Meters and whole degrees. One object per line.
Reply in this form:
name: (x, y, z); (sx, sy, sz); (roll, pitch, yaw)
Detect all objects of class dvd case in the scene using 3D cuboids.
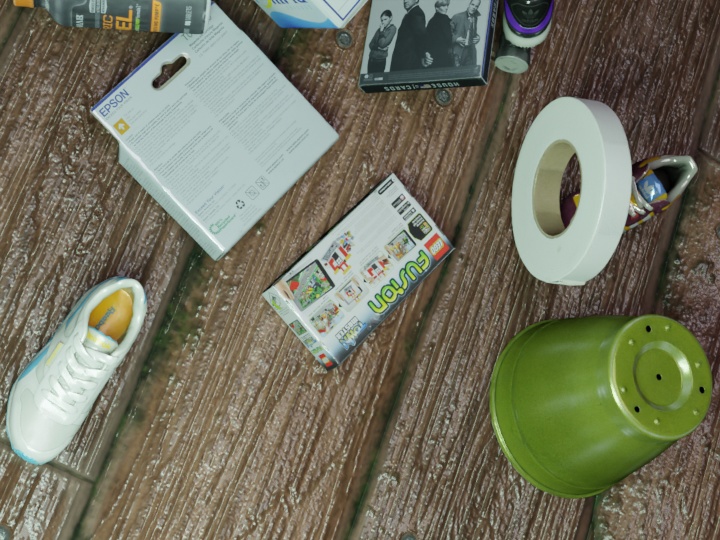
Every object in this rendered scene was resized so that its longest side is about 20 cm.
dvd case: (0.081, -0.295, 1.771); (0.025, 0.149, 0.202); (40, 54, -56)

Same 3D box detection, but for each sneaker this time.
sneaker: (-0.272, 0.090, 1.528); (0.076, 0.081, 0.201); (32, 66, -15)
sneaker: (0.191, -0.361, 1.790); (0.069, 0.100, 0.203); (-2, 69, 4)
sneaker: (0.299, -0.080, 1.835); (0.199, 0.090, 0.075); (-34, 92, -29)

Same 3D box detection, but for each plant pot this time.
plant pot: (0.269, 0.131, 1.707); (0.198, 0.193, 0.203); (6, 74, -23)

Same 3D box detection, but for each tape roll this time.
tape roll: (0.227, -0.086, 1.741); (0.037, 0.202, 0.206); (5, 74, -24)

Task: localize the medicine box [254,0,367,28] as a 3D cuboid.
medicine box: (-0.086, -0.352, 1.646); (0.200, 0.182, 0.103); (44, 81, -22)

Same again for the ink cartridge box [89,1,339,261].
ink cartridge box: (-0.153, -0.147, 1.670); (0.200, 0.043, 0.196); (46, 63, -4)

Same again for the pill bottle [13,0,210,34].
pill bottle: (-0.251, -0.297, 1.617); (0.197, 0.106, 0.108); (2, 75, -9)

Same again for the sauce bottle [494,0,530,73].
sauce bottle: (0.191, -0.328, 1.867); (0.065, 0.066, 0.202); (20, 71, -19)

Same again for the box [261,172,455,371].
box: (0.000, 0.000, 1.705); (0.200, 0.035, 0.110); (-43, 96, -28)
